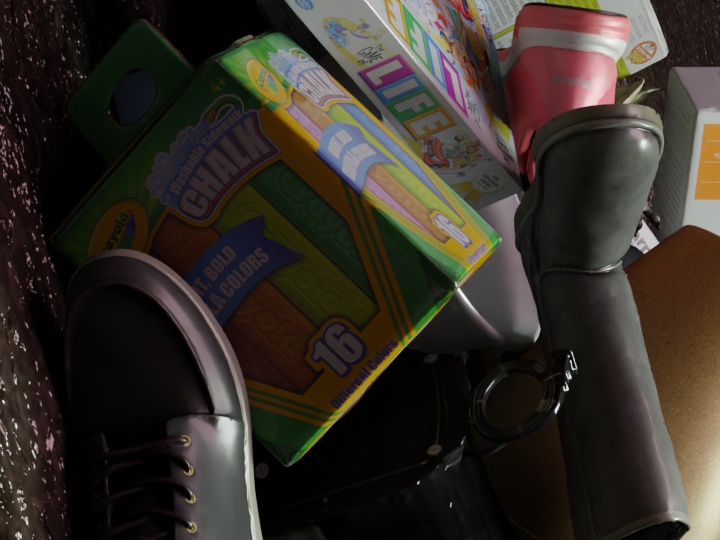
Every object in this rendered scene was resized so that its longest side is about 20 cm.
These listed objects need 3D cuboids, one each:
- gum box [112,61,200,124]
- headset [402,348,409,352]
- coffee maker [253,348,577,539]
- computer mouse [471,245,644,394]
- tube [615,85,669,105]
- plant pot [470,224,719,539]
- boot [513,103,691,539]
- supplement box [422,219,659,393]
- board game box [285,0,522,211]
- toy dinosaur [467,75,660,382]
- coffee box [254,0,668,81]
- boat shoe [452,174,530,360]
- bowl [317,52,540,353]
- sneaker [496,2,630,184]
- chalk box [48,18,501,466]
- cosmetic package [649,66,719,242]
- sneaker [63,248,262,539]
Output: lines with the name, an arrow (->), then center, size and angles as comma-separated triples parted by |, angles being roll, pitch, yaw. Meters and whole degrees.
gum box -> -0.061, -0.017, 1.556 | 0.200, 0.044, 0.170 | 6, 69, -75
headset -> 0.000, 0.000, 1.755 | 0.200, 0.094, 0.124 | -108, 179, -72
coffee maker -> 0.040, 0.154, 1.479 | 0.200, 0.192, 0.135 | 62, 38, -33
computer mouse -> 0.132, 0.071, 1.748 | 0.139, 0.053, 0.200 | 48, 68, -32
tube -> 0.101, -0.090, 1.908 | 0.058, 0.200, 0.052 | -90, 157, -46
plant pot -> 0.163, 0.081, 1.636 | 0.186, 0.200, 0.186 | 34, -4, 3
boot -> 0.127, 0.036, 1.482 | 0.182, 0.072, 0.200 | 97, -10, -64
supplement box -> 0.117, 0.060, 1.815 | 0.109, 0.200, 0.061 | 53, -22, -15
board game box -> 0.016, -0.137, 1.490 | 0.200, 0.034, 0.135 | 47, 27, -47
toy dinosaur -> 0.119, -0.023, 1.664 | 0.047, 0.200, 0.088 | 34, -1, -28
coffee box -> 0.031, -0.203, 1.693 | 0.200, 0.198, 0.200 | 57, 8, -52
boat shoe -> 0.086, -0.031, 1.771 | 0.200, 0.066, 0.070 | -81, 152, -45
bowl -> 0.014, -0.035, 1.561 | 0.201, 0.090, 0.201 | 54, 22, -33
sneaker -> 0.097, -0.080, 1.592 | 0.200, 0.074, 0.087 | 102, -3, -78
chalk box -> -0.053, -0.030, 1.377 | 0.200, 0.124, 0.124 | 42, 17, 2
cosmetic package -> 0.247, -0.030, 1.920 | 0.071, 0.101, 0.200 | -107, -162, -60
sneaker -> -0.089, 0.094, 1.288 | 0.106, 0.075, 0.200 | -57, 132, -73
